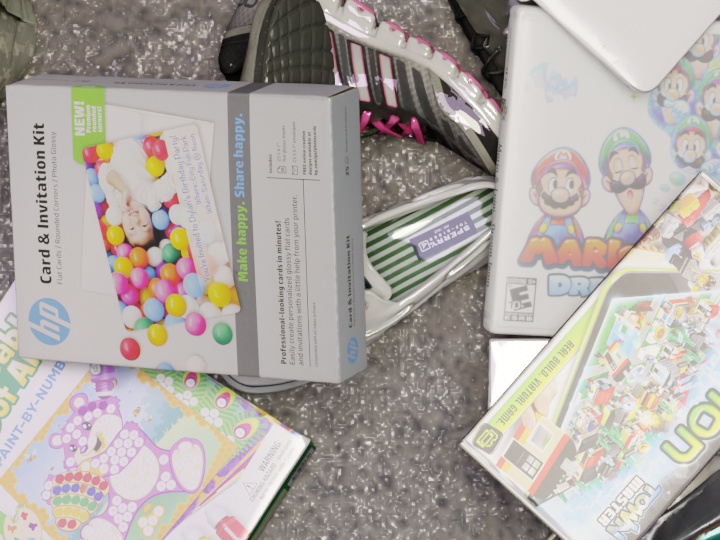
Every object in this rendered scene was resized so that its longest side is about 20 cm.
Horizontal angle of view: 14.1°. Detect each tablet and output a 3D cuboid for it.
[{"bbox_3d":[0.121,-0.204,1.614,0.200,0.014,0.130,42,65,0],"label":"tablet"}]

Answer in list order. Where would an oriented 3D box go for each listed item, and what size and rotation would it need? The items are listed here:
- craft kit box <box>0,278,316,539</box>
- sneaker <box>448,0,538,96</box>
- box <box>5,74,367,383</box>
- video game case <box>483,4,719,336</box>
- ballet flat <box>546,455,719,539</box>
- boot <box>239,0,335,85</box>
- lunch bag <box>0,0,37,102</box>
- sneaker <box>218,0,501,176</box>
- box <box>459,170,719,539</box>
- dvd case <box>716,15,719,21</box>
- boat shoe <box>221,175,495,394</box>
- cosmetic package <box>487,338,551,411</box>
[{"bbox_3d":[-0.160,0.129,1.667,0.197,0.049,0.201,31,85,9],"label":"craft kit box"},{"bbox_3d":[0.085,-0.153,1.685,0.199,0.076,0.091,33,88,7],"label":"sneaker"},{"bbox_3d":[-0.096,-0.025,1.588,0.199,0.041,0.157,5,103,25],"label":"box"},{"bbox_3d":[0.173,-0.051,1.640,0.199,0.024,0.183,3,97,-13],"label":"video game case"},{"bbox_3d":[0.163,0.144,1.641,0.199,0.073,0.073,-32,82,0],"label":"ballet flat"},{"bbox_3d":[-0.089,-0.064,1.644,0.130,0.068,0.201,11,98,33],"label":"boot"},{"bbox_3d":[-0.276,-0.131,1.634,0.167,0.200,0.140,-19,84,3],"label":"lunch bag"},{"bbox_3d":[0.000,-0.099,1.680,0.199,0.074,0.088,33,84,11],"label":"sneaker"},{"bbox_3d":[0.159,0.057,1.587,0.110,0.035,0.200,41,87,5],"label":"box"},{"bbox_3d":[0.190,-0.083,1.661,0.148,0.016,0.201,24,91,-14],"label":"dvd case"},{"bbox_3d":[0.000,0.000,1.667,0.199,0.067,0.074,-34,82,-3],"label":"boat shoe"},{"bbox_3d":[0.171,0.067,1.645,0.199,0.083,0.051,0,84,3],"label":"cosmetic package"}]
